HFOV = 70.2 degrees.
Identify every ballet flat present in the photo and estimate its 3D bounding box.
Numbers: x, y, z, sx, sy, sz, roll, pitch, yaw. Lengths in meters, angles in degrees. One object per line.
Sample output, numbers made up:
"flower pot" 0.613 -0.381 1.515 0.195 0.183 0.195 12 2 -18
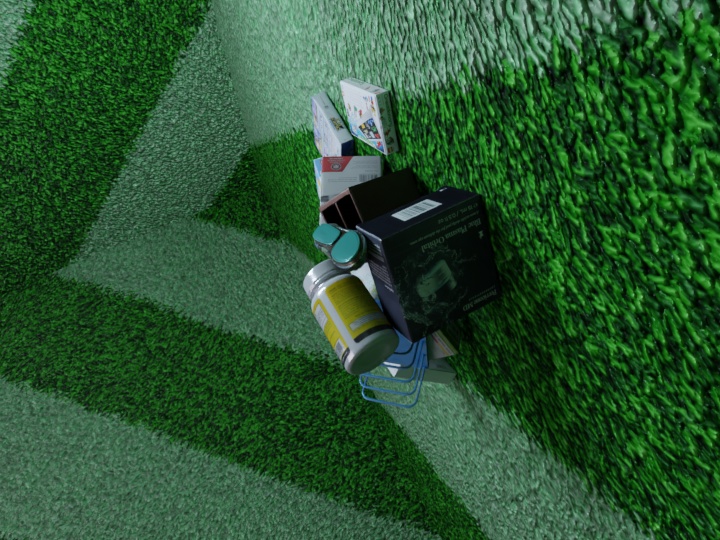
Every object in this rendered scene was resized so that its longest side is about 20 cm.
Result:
"ballet flat" -0.023 -0.036 0.904 0.200 0.073 0.075 43 154 61

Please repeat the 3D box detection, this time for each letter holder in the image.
"letter holder" 0.038 -0.106 1.041 0.100 0.199 0.144 -24 93 45

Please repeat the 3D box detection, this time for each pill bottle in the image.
"pill bottle" -0.023 0.081 0.960 0.201 0.113 0.115 56 164 29

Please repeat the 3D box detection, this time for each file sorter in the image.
"file sorter" 0.063 0.177 1.079 0.202 0.136 0.124 80 -156 -43

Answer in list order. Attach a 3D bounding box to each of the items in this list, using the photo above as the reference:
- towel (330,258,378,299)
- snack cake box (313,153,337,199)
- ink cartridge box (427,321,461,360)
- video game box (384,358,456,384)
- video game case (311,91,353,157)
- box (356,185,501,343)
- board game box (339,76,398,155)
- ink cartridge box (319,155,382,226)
"towel" 0.000 0.000 1.245 0.198 0.173 0.048 20 163 42
"snack cake box" -0.077 -0.216 1.414 0.200 0.066 0.117 95 158 -73
"ink cartridge box" 0.108 0.138 1.164 0.148 0.198 0.076 48 -141 -27
"video game box" 0.129 0.217 1.347 0.047 0.198 0.183 -60 36 19
"video game case" -0.077 -0.365 1.447 0.183 0.045 0.201 60 166 21
"box" 0.123 -0.015 0.905 0.117 0.194 0.203 36 148 63
"board game box" 0.017 -0.343 1.124 0.200 0.034 0.128 49 158 54
"ink cartridge box" -0.019 -0.157 1.184 0.083 0.144 0.204 87 -177 -67
